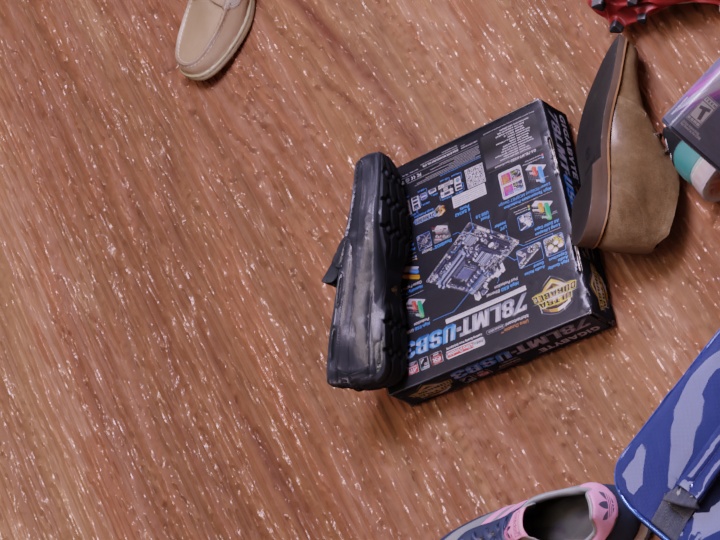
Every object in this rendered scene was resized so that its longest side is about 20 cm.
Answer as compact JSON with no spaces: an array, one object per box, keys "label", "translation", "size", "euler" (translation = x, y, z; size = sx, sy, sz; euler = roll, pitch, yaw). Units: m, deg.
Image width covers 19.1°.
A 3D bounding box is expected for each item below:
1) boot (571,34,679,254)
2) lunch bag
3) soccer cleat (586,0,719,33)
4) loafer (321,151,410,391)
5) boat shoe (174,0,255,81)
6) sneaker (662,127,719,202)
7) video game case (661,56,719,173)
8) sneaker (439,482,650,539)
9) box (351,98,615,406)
[{"label":"boot","translation":[0.217,-0.099,1.731],"size":[0.075,0.074,0.201],"euler":[11,60,-7]},{"label":"lunch bag","translation":[0.280,0.136,1.550],"size":[0.136,0.132,0.200],"euler":[40,97,37]},{"label":"soccer cleat","translation":[0.276,-0.247,1.733],"size":[0.199,0.069,0.085],"euler":[-7,56,30]},{"label":"loafer","translation":[0.000,0.000,1.773],"size":[0.070,0.068,0.201],"euler":[-5,75,26]},{"label":"boat shoe","translation":[-0.135,-0.279,2.025],"size":[0.071,0.064,0.201],"euler":[16,83,37]},{"label":"sneaker","translation":[0.314,-0.150,1.666],"size":[0.200,0.071,0.080],"euler":[-46,57,13]},{"label":"video game case","translation":[0.339,-0.146,1.605],"size":[0.200,0.143,0.019],"euler":[-47,33,12]},{"label":"sneaker","translation":[0.122,0.205,1.666],"size":[0.200,0.082,0.070],"euler":[-24,62,26]},{"label":"box","translation":[0.098,-0.013,1.781],"size":[0.200,0.050,0.199],"euler":[-25,63,27]}]
